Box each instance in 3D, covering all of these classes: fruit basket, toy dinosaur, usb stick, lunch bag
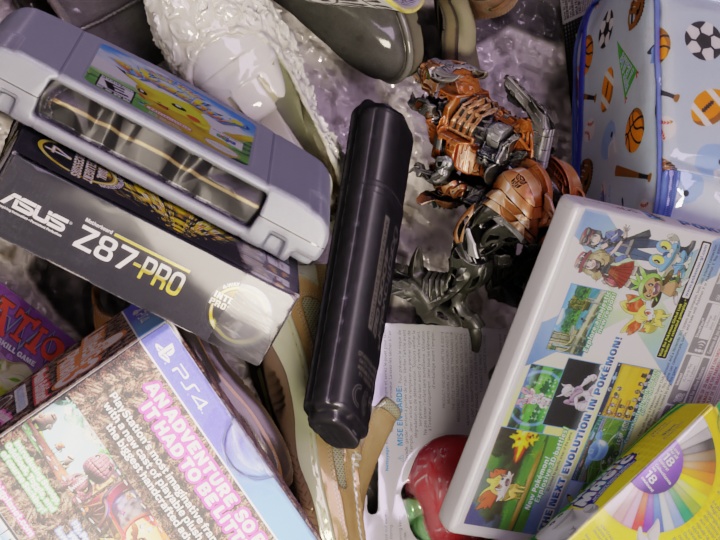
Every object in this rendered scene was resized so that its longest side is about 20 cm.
[{"bbox_3d":[0.085,0.126,1.554,0.199,0.094,0.186,1,79,-12],"label":"fruit basket"},{"bbox_3d":[0.082,-0.031,1.513,0.102,0.136,0.200,8,41,-28],"label":"toy dinosaur"},{"bbox_3d":[0.000,0.000,1.472,0.055,0.032,0.201,57,38,-58],"label":"usb stick"},{"bbox_3d":[0.171,-0.078,1.543,0.075,0.160,0.201,11,72,-17],"label":"lunch bag"}]

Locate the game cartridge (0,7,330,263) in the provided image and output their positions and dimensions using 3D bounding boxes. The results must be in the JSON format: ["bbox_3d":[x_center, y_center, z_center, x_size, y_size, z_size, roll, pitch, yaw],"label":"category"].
[{"bbox_3d":[-0.105,-0.074,1.370,0.200,0.133,0.041,28,100,-8],"label":"game cartridge"}]

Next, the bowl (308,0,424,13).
[{"bbox_3d":[-0.041,-0.227,1.456,0.201,0.094,0.201,-15,90,-72],"label":"bowl"}]

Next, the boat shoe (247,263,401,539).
[{"bbox_3d":[-0.012,0.090,1.489,0.076,0.072,0.201,-11,82,-13],"label":"boat shoe"}]

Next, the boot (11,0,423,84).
[{"bbox_3d":[-0.082,-0.148,1.512,0.200,0.073,0.182,-34,83,-36],"label":"boot"}]

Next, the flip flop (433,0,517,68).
[{"bbox_3d":[0.071,-0.175,1.532,0.057,0.200,0.081,-2,62,1],"label":"flip flop"}]

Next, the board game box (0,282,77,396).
[{"bbox_3d":[-0.221,0.061,1.422,0.200,0.032,0.120,39,61,-17],"label":"board game box"}]

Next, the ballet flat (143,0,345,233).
[{"bbox_3d":[-0.052,-0.091,1.471,0.072,0.072,0.200,-59,138,-24],"label":"ballet flat"}]

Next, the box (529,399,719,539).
[{"bbox_3d":[0.164,0.161,1.436,0.200,0.048,0.117,-40,103,-16],"label":"box"}]

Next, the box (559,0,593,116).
[{"bbox_3d":[0.224,-0.116,1.687,0.193,0.047,0.201,-1,81,-30],"label":"box"}]

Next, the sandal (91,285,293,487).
[{"bbox_3d":[-0.111,0.046,1.449,0.055,0.082,0.200,-34,92,-13],"label":"sandal"}]

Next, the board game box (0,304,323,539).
[{"bbox_3d":[-0.141,0.137,1.361,0.200,0.097,0.160,-34,103,-4],"label":"board game box"}]

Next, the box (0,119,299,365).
[{"bbox_3d":[-0.113,-0.032,1.376,0.161,0.200,0.049,30,103,-9],"label":"box"}]

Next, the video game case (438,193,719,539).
[{"bbox_3d":[0.156,0.067,1.467,0.182,0.022,0.201,12,108,-28],"label":"video game case"}]
